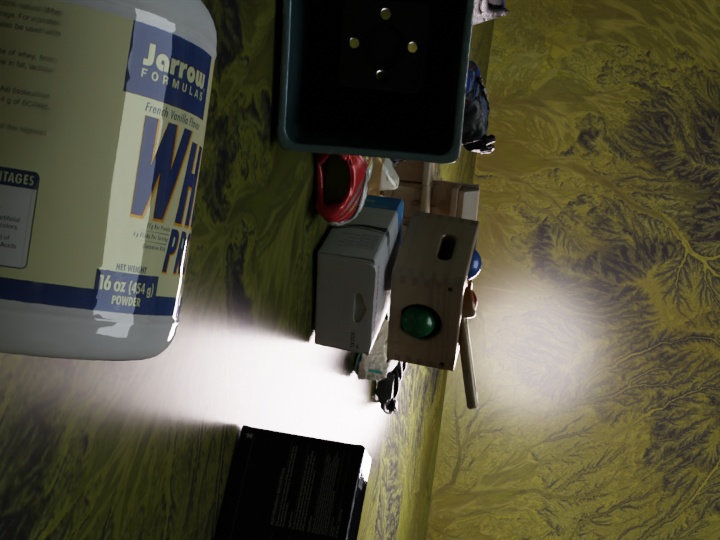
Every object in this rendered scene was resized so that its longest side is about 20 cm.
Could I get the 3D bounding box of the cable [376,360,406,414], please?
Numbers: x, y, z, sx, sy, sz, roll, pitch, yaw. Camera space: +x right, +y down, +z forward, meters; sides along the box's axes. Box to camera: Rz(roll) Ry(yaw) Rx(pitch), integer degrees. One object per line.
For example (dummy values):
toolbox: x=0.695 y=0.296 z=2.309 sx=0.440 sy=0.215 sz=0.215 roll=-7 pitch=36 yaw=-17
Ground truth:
cable: x=0.072 y=0.176 z=1.978 sx=0.163 sy=0.050 sz=0.203 roll=-38 pitch=134 yaw=-74

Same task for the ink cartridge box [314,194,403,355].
ink cartridge box: x=0.000 y=0.000 z=1.404 sx=0.200 sy=0.083 sz=0.147 roll=-64 pitch=160 yaw=-60

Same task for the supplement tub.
supplement tub: x=-0.145 y=-0.067 z=0.470 sx=0.145 sy=0.143 sz=0.203 roll=10 pitch=88 yaw=-79

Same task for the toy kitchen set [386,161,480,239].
toy kitchen set: x=0.108 y=-0.089 z=1.692 sx=0.181 sy=0.161 sz=0.202 roll=-53 pitch=148 yaw=-68

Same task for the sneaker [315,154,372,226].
sneaker: x=-0.016 y=-0.156 z=1.254 sx=0.085 sy=0.076 sz=0.203 roll=0 pitch=97 yaw=-73

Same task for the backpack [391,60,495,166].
backpack: x=0.120 y=-0.272 z=1.626 sx=0.191 sy=0.198 sz=0.156 roll=-68 pitch=149 yaw=-62

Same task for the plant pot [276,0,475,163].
plant pot: x=0.021 y=-0.241 z=1.113 sx=0.200 sy=0.194 sz=0.198 roll=-74 pitch=169 yaw=-73

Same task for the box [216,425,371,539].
box: x=-0.076 y=0.281 z=1.068 sx=0.079 sy=0.139 sz=0.202 roll=75 pitch=26 yaw=-69

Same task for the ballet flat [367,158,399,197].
ballet flat: x=0.033 y=-0.120 z=1.547 sx=0.069 sy=0.062 sz=0.202 roll=-66 pitch=160 yaw=-57

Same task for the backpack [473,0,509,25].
backpack: x=0.133 y=-0.483 z=1.587 sx=0.200 sy=0.161 sz=0.170 roll=41 pitch=29 yaw=-77

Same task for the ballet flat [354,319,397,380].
ballet flat: x=0.040 y=0.144 z=1.757 sx=0.200 sy=0.071 sz=0.073 roll=-58 pitch=153 yaw=-66

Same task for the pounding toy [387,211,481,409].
pounding toy: x=0.119 y=0.055 z=1.435 sx=0.201 sy=0.140 sz=0.186 roll=-69 pitch=165 yaw=-52
